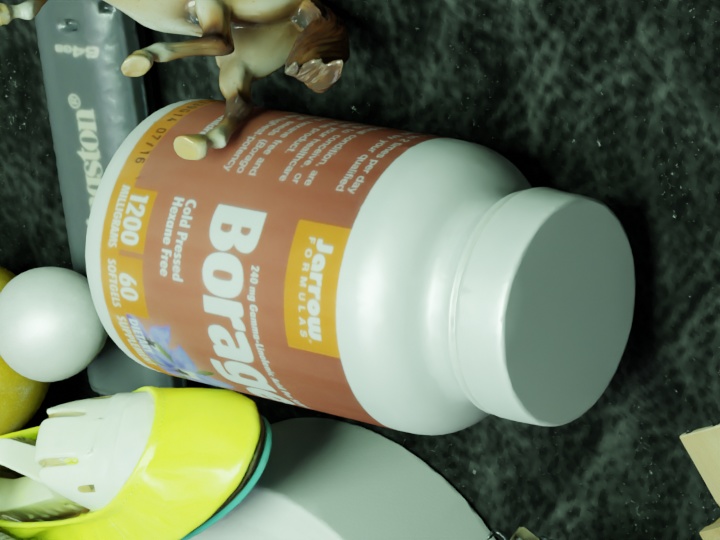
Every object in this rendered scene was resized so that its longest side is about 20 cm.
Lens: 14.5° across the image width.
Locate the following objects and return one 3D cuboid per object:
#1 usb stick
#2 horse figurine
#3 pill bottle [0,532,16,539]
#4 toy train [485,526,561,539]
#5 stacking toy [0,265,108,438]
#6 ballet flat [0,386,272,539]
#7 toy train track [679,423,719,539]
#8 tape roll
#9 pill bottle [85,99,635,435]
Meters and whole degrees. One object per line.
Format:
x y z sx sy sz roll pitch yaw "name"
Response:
-0.106 -0.036 1.219 0.055 0.033 0.201 10 115 40 "usb stick"
-0.081 -0.110 1.115 0.199 0.133 0.050 23 130 19 "horse figurine"
-0.220 0.137 1.190 0.199 0.113 0.113 27 127 9 "pill bottle"
0.124 0.166 1.075 0.200 0.034 0.046 40 169 4 "toy train"
-0.183 0.037 1.256 0.199 0.146 0.147 -18 97 37 "stacking toy"
-0.114 0.083 1.167 0.067 0.067 0.200 26 155 -26 "ballet flat"
0.136 0.110 1.071 0.200 0.032 0.115 -22 101 51 "toy train track"
-0.019 0.167 1.207 0.202 0.071 0.204 20 122 35 "tape roll"
0.000 0.000 1.082 0.199 0.112 0.113 11 116 39 "pill bottle"
